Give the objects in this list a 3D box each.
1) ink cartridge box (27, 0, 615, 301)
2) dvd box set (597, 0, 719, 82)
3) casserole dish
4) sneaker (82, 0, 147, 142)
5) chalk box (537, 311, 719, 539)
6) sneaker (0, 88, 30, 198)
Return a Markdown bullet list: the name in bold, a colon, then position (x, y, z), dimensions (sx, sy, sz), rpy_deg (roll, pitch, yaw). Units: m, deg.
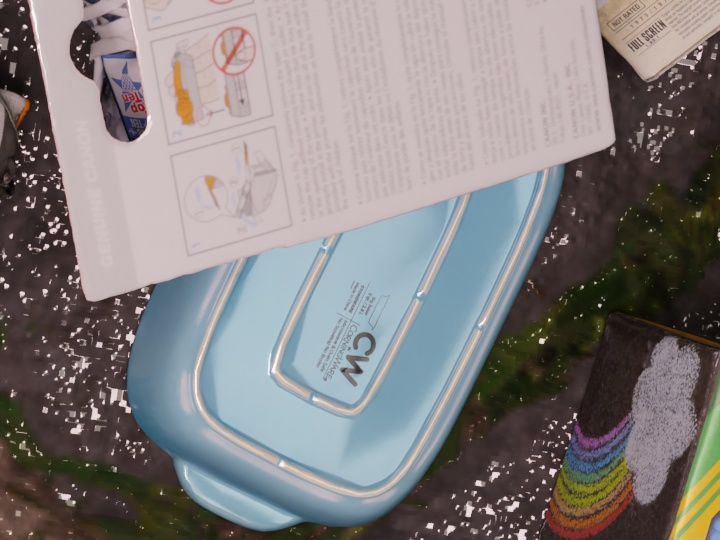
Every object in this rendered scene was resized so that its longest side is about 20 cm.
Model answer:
- **ink cartridge box**: position (-0.019, -0.093, 0.908), dimensions (0.200, 0.047, 0.160), rpy_deg (-17, 109, -24)
- **dvd box set**: position (0.084, -0.177, 0.965), dimensions (0.200, 0.029, 0.146), rpy_deg (43, 123, -13)
- **casserole dish**: position (0.000, 0.000, 0.994), dimensions (0.121, 0.039, 0.200), rpy_deg (27, 88, -14)
- **sneaker**: position (-0.084, -0.099, 0.908), dimensions (0.200, 0.070, 0.109), rpy_deg (18, 81, -46)
- **chalk box**: position (0.131, 0.131, 0.994), dimensions (0.124, 0.125, 0.200), rpy_deg (17, 91, -15)
- **sneaker**: position (-0.148, -0.021, 0.937), dimensions (0.079, 0.074, 0.200), rpy_deg (0, 94, -20)
